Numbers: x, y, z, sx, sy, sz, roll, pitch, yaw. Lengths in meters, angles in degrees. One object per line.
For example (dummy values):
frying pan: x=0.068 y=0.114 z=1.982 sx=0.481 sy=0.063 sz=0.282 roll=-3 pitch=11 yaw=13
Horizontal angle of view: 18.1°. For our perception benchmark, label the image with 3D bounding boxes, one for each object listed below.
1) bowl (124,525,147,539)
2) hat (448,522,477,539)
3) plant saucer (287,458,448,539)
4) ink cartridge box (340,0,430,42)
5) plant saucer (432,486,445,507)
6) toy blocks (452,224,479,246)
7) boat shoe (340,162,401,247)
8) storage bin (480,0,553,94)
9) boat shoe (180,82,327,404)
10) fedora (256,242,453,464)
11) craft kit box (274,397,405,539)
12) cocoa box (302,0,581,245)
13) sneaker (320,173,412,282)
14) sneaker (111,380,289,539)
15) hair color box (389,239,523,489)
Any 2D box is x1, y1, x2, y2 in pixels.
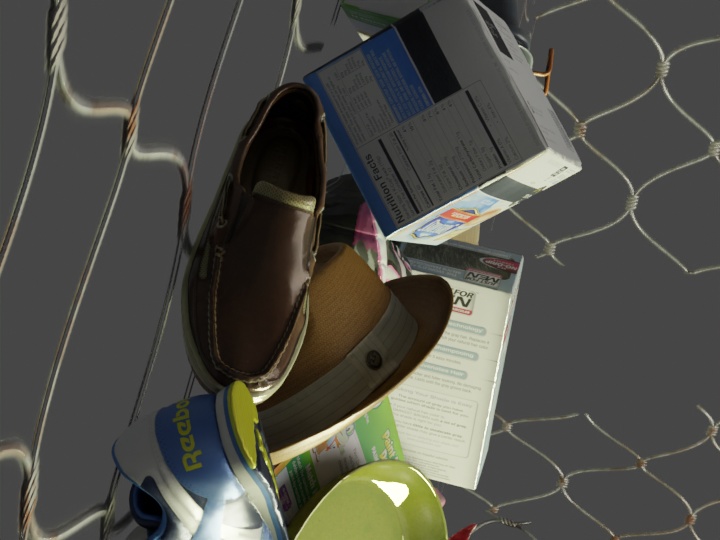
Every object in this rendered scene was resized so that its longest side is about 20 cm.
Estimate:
bowl: x=-0.114 y=0.258 z=1.332 sx=0.201 sy=0.090 sz=0.202 roll=14 pitch=90 yaw=-83
hat: x=-0.027 y=0.283 z=1.876 sx=0.200 sy=0.165 sz=0.177 roll=28 pitch=55 yaw=-45
plant saucer: x=-0.011 y=0.218 z=1.479 sx=0.200 sy=0.031 sz=0.201 roll=-23 pitch=120 yaw=-48
ink cartridge box: x=0.040 y=-0.228 z=1.715 sx=0.200 sy=0.067 sz=0.118 roll=37 pitch=68 yaw=-82
plant saucer: x=-0.021 y=0.236 z=1.896 sx=0.200 sy=0.051 sz=0.201 roll=-37 pitch=173 yaw=-6
toy blocks: x=0.051 y=-0.006 z=1.986 sx=0.200 sy=0.100 sz=0.137 roll=176 pitch=-81 yaw=-70
boat shoe: x=0.009 y=-0.040 z=1.838 sx=0.200 sy=0.068 sz=0.072 roll=-66 pitch=168 yaw=-57
storage bin: x=0.101 y=-0.216 z=2.025 sx=0.200 sy=0.145 sz=0.135 roll=88 pitch=7 yaw=-67
boat shoe: x=-0.057 y=-0.023 z=1.290 sx=0.075 sy=0.074 sz=0.203 roll=117 pitch=-18 yaw=-53
fedora: x=-0.038 y=0.042 z=1.419 sx=0.082 sy=0.200 sz=0.201 roll=57 pitch=25 yaw=-17
craft kit box: x=-0.038 y=0.187 z=1.494 sx=0.197 sy=0.048 sz=0.200 roll=-42 pitch=133 yaw=-35
cocoa box: x=0.062 y=-0.104 z=1.613 sx=0.134 sy=0.131 sz=0.200 roll=62 pitch=10 yaw=6
sneaker: x=0.000 y=0.000 z=1.697 sx=0.086 sy=0.080 sz=0.200 roll=-55 pitch=155 yaw=-40
sneaker: x=-0.085 y=0.133 z=1.276 sx=0.200 sy=0.082 sz=0.074 roll=77 pitch=-2 yaw=-52
hair color box: x=0.066 y=0.073 z=1.831 sx=0.061 sy=0.099 sz=0.201 roll=-65 pitch=166 yaw=-55
